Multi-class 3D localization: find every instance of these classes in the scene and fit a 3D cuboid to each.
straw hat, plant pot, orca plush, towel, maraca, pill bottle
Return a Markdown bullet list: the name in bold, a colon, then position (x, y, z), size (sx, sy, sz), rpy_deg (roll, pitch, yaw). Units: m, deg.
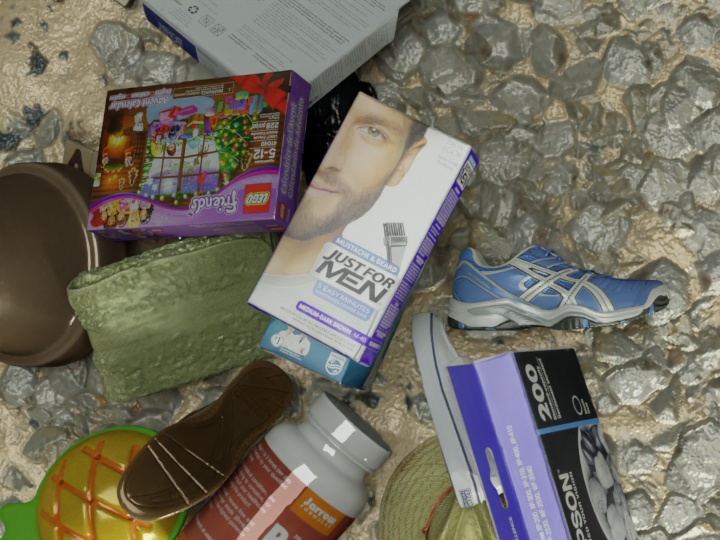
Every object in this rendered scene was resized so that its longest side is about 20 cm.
- **straw hat**: position (0.100, 0.238, 1.293), size (0.201, 0.085, 0.201), rpy_deg (-2, 83, 12)
- **plant pot**: position (-0.344, -0.007, 1.340), size (0.200, 0.175, 0.200), rpy_deg (-1, 88, 33)
- **orca plush**: position (-0.046, -0.137, 1.379), size (0.105, 0.071, 0.200), rpy_deg (13, 85, 13)
- **towel**: position (-0.156, 0.036, 1.338), size (0.200, 0.036, 0.149), rpy_deg (-20, 121, -11)
- **maraca**: position (-0.248, 0.228, 1.352), size (0.200, 0.107, 0.137), rpy_deg (-34, 69, 3)
- **pill bottle**: position (-0.067, 0.211, 1.317), size (0.112, 0.112, 0.200), rpy_deg (41, 92, 13)

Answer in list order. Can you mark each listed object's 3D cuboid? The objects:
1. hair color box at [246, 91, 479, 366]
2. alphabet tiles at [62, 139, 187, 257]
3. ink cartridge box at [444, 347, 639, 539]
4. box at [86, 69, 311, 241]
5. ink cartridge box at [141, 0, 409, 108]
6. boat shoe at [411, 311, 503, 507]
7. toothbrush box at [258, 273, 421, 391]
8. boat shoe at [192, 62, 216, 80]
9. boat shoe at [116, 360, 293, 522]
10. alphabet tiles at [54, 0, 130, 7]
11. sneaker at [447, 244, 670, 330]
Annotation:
- **hair color box**: position (0.003, -0.033, 1.212), size (0.109, 0.065, 0.200), rpy_deg (27, 87, 13)
- **alphabet tiles**: position (-0.208, -0.046, 1.387), size (0.200, 0.008, 0.167), rpy_deg (23, 113, 21)
- **ink cartridge box**: position (0.159, 0.164, 1.235), size (0.043, 0.200, 0.198), rpy_deg (-23, 79, 29)
- **box**: position (-0.144, -0.100, 1.294), size (0.200, 0.039, 0.137), rpy_deg (-3, 74, 28)
- **ink cartridge box**: position (-0.070, -0.253, 1.383), size (0.200, 0.043, 0.196), rpy_deg (-40, 63, -19)
- **boat shoe**: position (0.094, 0.117, 1.297), size (0.065, 0.074, 0.200), rpy_deg (-17, 55, 3)
- **toothbrush box**: position (0.000, 0.000, 1.314), size (0.085, 0.146, 0.200), rpy_deg (23, 86, 12)
- **boat shoe**: position (-0.119, -0.114, 1.397), size (0.074, 0.060, 0.200), rpy_deg (-24, 69, 48)
- **boat shoe**: position (-0.143, 0.161, 1.319), size (0.072, 0.072, 0.200), rpy_deg (45, 56, 2)
- **alphabet tiles**: position (-0.287, -0.358, 1.481), size (0.200, 0.008, 0.167), rpy_deg (34, 90, 14)
- **sneaker**: position (0.176, 0.015, 1.312), size (0.200, 0.076, 0.077), rpy_deg (-1, 87, 10)
